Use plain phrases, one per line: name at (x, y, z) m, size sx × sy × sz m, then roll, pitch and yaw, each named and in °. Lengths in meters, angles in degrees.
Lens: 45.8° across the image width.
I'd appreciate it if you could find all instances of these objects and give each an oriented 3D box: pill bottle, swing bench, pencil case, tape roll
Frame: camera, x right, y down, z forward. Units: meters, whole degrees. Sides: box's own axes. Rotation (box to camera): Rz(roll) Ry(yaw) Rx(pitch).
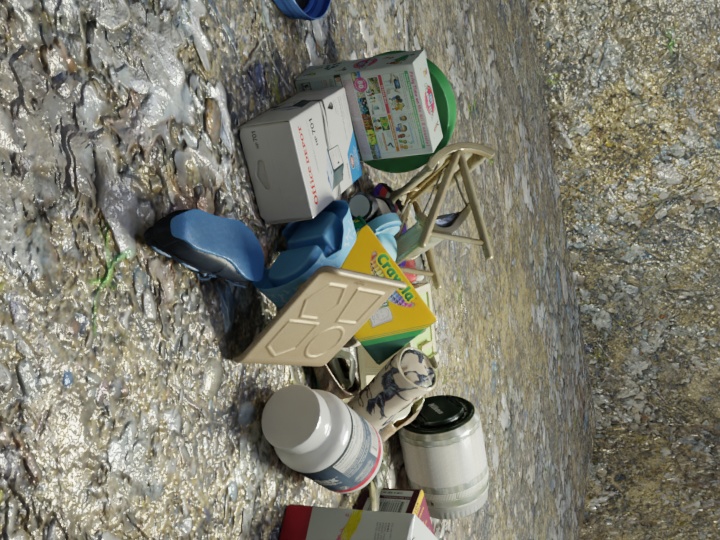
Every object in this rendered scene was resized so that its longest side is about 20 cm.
pill bottle at (-0.056, 0.237, 1.216) m, size 0.200 × 0.119 × 0.120 m, roll 49°, pitch 44°, yaw -54°
swing bench at (0.123, -0.095, 1.437) m, size 0.199 × 0.129 × 0.201 m, roll 140°, pitch -43°, yaw -64°
pencil case at (0.041, 0.204, 1.358) m, size 0.089 × 0.200 × 0.078 m, roll -14°, pitch 62°, yaw -51°
tape roll at (0.061, -0.267, 1.444) m, size 0.048 × 0.200 × 0.201 m, roll -39°, pitch 123°, yaw -61°

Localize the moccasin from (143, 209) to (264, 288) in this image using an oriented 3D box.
moccasin at (-0.184, -0.032, 1.026) m, size 0.200 × 0.068 × 0.081 m, roll 39°, pitch 45°, yaw -61°

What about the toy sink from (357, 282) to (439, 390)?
toy sink at (0.069, 0.130, 1.524) m, size 0.130 × 0.112 × 0.201 m, roll -15°, pitch 101°, yaw -66°

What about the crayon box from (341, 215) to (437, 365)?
crayon box at (0.013, 0.031, 1.310) m, size 0.200 × 0.119 × 0.058 m, roll 52°, pitch 1°, yaw -21°

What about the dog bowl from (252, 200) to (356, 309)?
dog bowl at (-0.073, -0.021, 1.199) m, size 0.050 × 0.111 × 0.200 m, roll 61°, pitch 38°, yaw -28°

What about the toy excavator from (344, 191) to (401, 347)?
toy excavator at (0.000, 0.000, 1.378) m, size 0.200 × 0.194 × 0.100 m, roll 62°, pitch 20°, yaw 14°

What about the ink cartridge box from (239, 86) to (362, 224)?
ink cartridge box at (-0.081, -0.172, 1.253) m, size 0.200 × 0.086 × 0.147 m, roll -51°, pitch 133°, yaw -58°

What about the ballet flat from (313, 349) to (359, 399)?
ballet flat at (-0.047, 0.118, 1.296) m, size 0.068 × 0.067 × 0.200 m, roll -64°, pitch 143°, yaw -42°

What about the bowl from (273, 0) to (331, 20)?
bowl at (-0.101, -0.484, 1.302) m, size 0.201 × 0.039 × 0.201 m, roll -3°, pitch 90°, yaw -67°

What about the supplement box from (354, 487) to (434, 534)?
supplement box at (0.067, 0.479, 1.478) m, size 0.086 × 0.110 × 0.201 m, roll -57°, pitch 138°, yaw -53°

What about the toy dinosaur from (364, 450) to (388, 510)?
toy dinosaur at (0.013, 0.346, 1.430) m, size 0.088 × 0.047 × 0.200 m, roll 52°, pitch 27°, yaw -24°

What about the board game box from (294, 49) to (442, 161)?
board game box at (0.014, -0.252, 1.335) m, size 0.064 × 0.199 × 0.148 m, roll -57°, pitch 138°, yaw -52°

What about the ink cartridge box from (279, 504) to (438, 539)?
ink cartridge box at (-0.002, 0.429, 1.214) m, size 0.145 × 0.199 × 0.145 m, roll 56°, pitch 38°, yaw -49°

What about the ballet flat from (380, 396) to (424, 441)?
ballet flat at (0.079, 0.249, 1.553) m, size 0.068 × 0.067 × 0.200 m, roll 48°, pitch 33°, yaw 2°

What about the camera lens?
camera lens at (0.161, 0.354, 1.646) m, size 0.160 × 0.159 × 0.201 m, roll -45°, pitch 128°, yaw -59°

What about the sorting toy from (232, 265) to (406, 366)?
sorting toy at (-0.055, 0.062, 1.152) m, size 0.185 × 0.200 × 0.037 m, roll 12°, pitch 40°, yaw -55°

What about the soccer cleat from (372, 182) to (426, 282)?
soccer cleat at (0.053, -0.067, 1.553) m, size 0.068 × 0.073 × 0.201 m, roll 117°, pitch -46°, yaw -69°
